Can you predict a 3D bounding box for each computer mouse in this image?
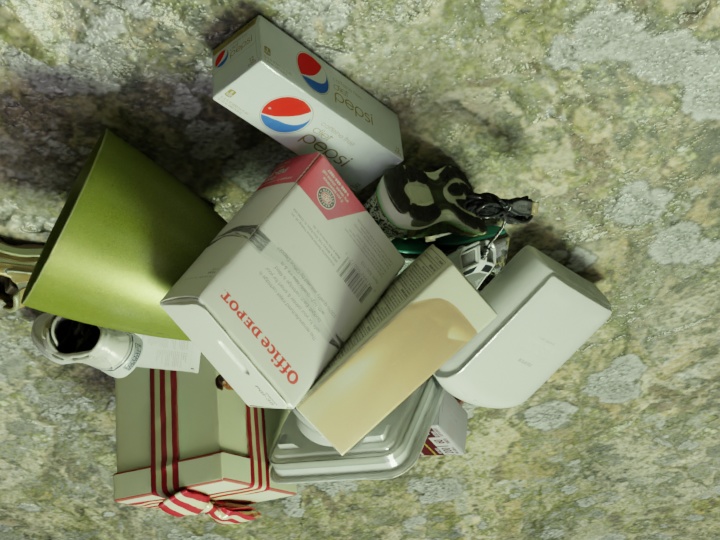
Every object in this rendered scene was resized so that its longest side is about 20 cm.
[{"bbox_3d":[0.101,-0.006,1.313,0.109,0.044,0.200,-9,140,-50],"label":"computer mouse"}]

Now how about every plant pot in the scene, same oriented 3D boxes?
[{"bbox_3d":[-0.202,-0.010,1.254,0.199,0.188,0.187,27,135,-16],"label":"plant pot"}]

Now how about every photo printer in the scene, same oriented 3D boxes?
[{"bbox_3d":[0.182,0.078,1.494,0.200,0.070,0.166,-47,140,14],"label":"photo printer"}]

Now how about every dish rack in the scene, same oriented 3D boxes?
[{"bbox_3d":[-0.010,0.176,1.504,0.199,0.172,0.044,-10,123,30],"label":"dish rack"}]

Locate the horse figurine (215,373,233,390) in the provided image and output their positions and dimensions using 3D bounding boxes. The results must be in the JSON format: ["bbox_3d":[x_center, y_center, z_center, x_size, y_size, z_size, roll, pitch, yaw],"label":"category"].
[{"bbox_3d":[-0.107,0.062,1.440,0.050,0.201,0.133,18,154,34],"label":"horse figurine"}]

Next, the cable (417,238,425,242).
[{"bbox_3d":[0.000,0.000,1.422,0.199,0.051,0.164,11,115,-31],"label":"cable"}]

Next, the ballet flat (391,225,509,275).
[{"bbox_3d":[0.076,-0.006,1.377,0.199,0.072,0.072,-6,148,-28],"label":"ballet flat"}]

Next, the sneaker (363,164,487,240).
[{"bbox_3d":[0.058,-0.061,1.323,0.088,0.077,0.199,-27,161,32],"label":"sneaker"}]

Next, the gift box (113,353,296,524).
[{"bbox_3d":[-0.198,0.216,1.564,0.199,0.188,0.184,-18,156,30],"label":"gift box"}]

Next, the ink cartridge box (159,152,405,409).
[{"bbox_3d":[-0.072,0.010,1.205,0.083,0.200,0.147,-6,128,53],"label":"ink cartridge box"}]

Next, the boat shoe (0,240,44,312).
[{"bbox_3d":[-0.376,0.015,1.396,0.199,0.077,0.072,14,138,-26],"label":"boat shoe"}]

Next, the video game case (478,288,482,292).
[{"bbox_3d":[0.051,0.086,1.582,0.180,0.036,0.201,5,143,-15],"label":"video game case"}]

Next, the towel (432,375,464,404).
[{"bbox_3d":[0.105,0.120,1.589,0.146,0.022,0.200,-20,143,16],"label":"towel"}]

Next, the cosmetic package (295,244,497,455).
[{"bbox_3d":[0.027,0.074,1.221,0.200,0.105,0.071,-42,104,4],"label":"cosmetic package"}]

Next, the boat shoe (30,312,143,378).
[{"bbox_3d":[-0.324,0.073,1.429,0.199,0.072,0.066,18,166,48],"label":"boat shoe"}]

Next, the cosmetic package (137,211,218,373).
[{"bbox_3d":[-0.208,0.022,1.410,0.082,0.051,0.201,8,128,-7],"label":"cosmetic package"}]

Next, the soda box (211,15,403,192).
[{"bbox_3d":[-0.049,-0.156,1.217,0.068,0.064,0.199,-31,137,30],"label":"soda box"}]

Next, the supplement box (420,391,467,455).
[{"bbox_3d":[0.026,0.193,1.624,0.199,0.061,0.109,-4,151,24],"label":"supplement box"}]

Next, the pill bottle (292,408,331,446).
[{"bbox_3d":[-0.019,0.100,1.372,0.112,0.113,0.201,4,137,-12],"label":"pill bottle"}]
